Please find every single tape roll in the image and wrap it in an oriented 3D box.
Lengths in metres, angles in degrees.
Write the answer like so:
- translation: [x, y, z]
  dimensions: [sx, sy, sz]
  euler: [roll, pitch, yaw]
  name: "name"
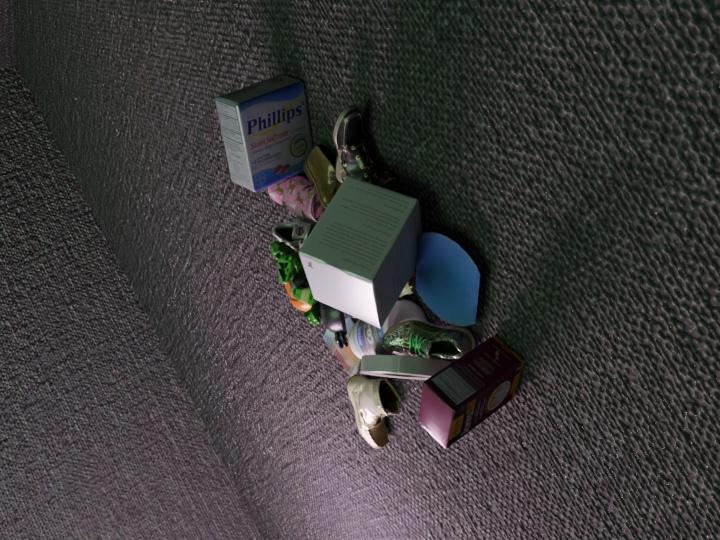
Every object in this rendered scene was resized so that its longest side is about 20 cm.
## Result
- translation: [0.096, 0.206, 1.611]
  dimensions: [0.201, 0.198, 0.038]
  euler: [-14, 68, 59]
  name: "tape roll"

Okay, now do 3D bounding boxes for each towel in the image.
- translation: [-0.038, 0.177, 1.966]
  dimensions: [0.148, 0.021, 0.202]
  euler: [52, 148, 21]
  name: "towel"

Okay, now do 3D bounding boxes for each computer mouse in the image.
- translation: [-0.061, 0.101, 1.706]
  dimensions: [0.200, 0.051, 0.143]
  euler: [90, 171, -81]
  name: "computer mouse"

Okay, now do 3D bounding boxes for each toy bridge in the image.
- translation: [0.044, 0.064, 1.656]
  dimensions: [0.198, 0.067, 0.028]
  euler: [-26, 90, 43]
  name: "toy bridge"

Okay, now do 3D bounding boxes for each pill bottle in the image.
- translation: [0.056, 0.139, 1.698]
  dimensions: [0.116, 0.112, 0.199]
  euler: [63, 150, 1]
  name: "pill bottle"

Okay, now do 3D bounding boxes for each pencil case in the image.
- translation: [-0.139, -0.180, 1.802]
  dimensions: [0.198, 0.083, 0.088]
  euler: [30, 154, 45]
  name: "pencil case"

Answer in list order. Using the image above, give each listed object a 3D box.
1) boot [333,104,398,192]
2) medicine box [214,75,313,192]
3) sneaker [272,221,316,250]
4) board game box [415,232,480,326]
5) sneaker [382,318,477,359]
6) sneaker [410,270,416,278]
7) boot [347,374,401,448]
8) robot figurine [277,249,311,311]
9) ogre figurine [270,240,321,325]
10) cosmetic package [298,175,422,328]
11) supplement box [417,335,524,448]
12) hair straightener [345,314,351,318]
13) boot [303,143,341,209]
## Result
- translation: [0.011, -0.218, 1.542]
  dimensions: [0.151, 0.072, 0.203]
  euler: [47, 149, 30]
  name: "boot"
- translation: [-0.211, -0.311, 1.715]
  dimensions: [0.102, 0.180, 0.205]
  euler: [27, 134, 44]
  name: "medicine box"
- translation: [-0.118, -0.075, 1.779]
  dimensions: [0.195, 0.088, 0.076]
  euler: [6, 84, 25]
  name: "sneaker"
- translation: [0.179, 0.011, 1.487]
  dimensions: [0.156, 0.039, 0.204]
  euler: [31, 139, 34]
  name: "board game box"
- translation: [0.132, 0.143, 1.529]
  dimensions: [0.195, 0.088, 0.079]
  euler: [0, 98, 20]
  name: "sneaker"
- translation: [0.031, 0.001, 1.648]
  dimensions: [0.197, 0.074, 0.092]
  euler: [-21, 89, 34]
  name: "sneaker"
- translation: [0.050, 0.361, 1.919]
  dimensions: [0.153, 0.071, 0.205]
  euler: [-8, 104, 56]
  name: "boot"
- translation: [-0.138, 0.012, 1.911]
  dimensions: [0.141, 0.116, 0.205]
  euler: [-3, 109, 42]
  name: "robot figurine"
- translation: [-0.134, 0.023, 1.765]
  dimensions: [0.199, 0.120, 0.099]
  euler: [41, 104, 10]
  name: "ogre figurine"
- translation: [0.008, -0.038, 1.480]
  dimensions: [0.164, 0.202, 0.168]
  euler: [21, 152, 21]
  name: "cosmetic package"
- translation: [0.207, 0.226, 1.436]
  dimensions: [0.085, 0.197, 0.112]
  euler: [39, 142, 33]
  name: "supplement box"
- translation: [-0.024, 0.038, 1.809]
  dimensions: [0.078, 0.040, 0.204]
  euler: [-102, 18, -50]
  name: "hair straightener"
- translation: [-0.057, -0.191, 1.682]
  dimensions: [0.202, 0.073, 0.076]
  euler: [56, 139, 18]
  name: "boot"
